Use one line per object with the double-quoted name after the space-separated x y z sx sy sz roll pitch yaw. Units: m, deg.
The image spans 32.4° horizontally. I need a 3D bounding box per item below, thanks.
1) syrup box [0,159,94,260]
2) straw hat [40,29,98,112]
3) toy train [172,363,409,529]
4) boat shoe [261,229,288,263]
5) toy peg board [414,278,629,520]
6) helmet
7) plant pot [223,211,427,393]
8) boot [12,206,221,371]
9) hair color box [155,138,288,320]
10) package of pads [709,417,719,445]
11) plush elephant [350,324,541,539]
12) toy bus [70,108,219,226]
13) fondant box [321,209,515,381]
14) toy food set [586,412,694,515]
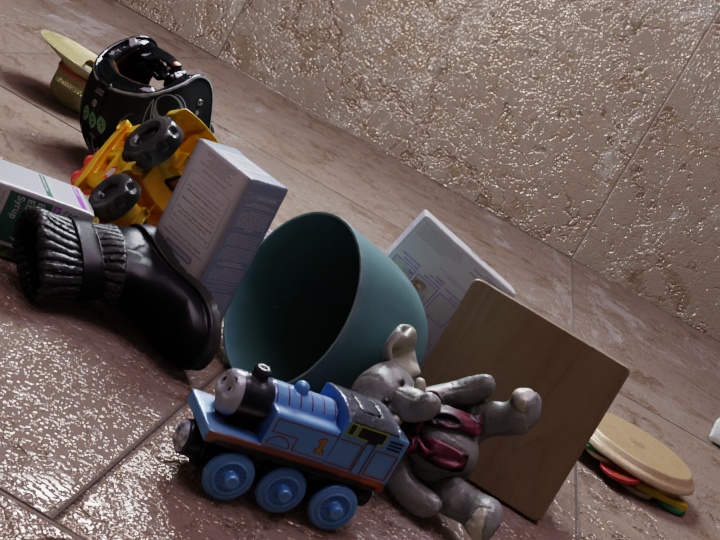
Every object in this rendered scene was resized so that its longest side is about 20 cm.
-0.390 -0.071 1.297 0.200 0.079 0.081 22 14 -30 "syrup box"
-0.462 -0.309 2.056 0.201 0.085 0.201 33 12 -8 "straw hat"
-0.061 0.148 1.075 0.200 0.114 0.087 23 14 -28 "toy train"
-0.142 -0.042 1.468 0.071 0.069 0.200 37 -20 -30 "boat shoe"
0.172 0.144 1.420 0.199 0.200 0.098 31 6 10 "toy peg board"
-0.313 -0.225 1.819 0.200 0.191 0.200 4 43 -4 "helmet"
-0.023 0.060 1.347 0.161 0.201 0.201 31 8 -41 "plant pot"
-0.248 0.021 1.242 0.158 0.079 0.211 7 31 -47 "boot"
-0.168 -0.028 1.329 0.061 0.200 0.099 13 20 -50 "hair color box"
0.729 0.313 2.244 0.154 0.068 0.200 36 14 27 "package of pads"
0.056 0.147 1.224 0.200 0.165 0.155 8 -30 44 "plush elephant"
-0.277 -0.084 1.452 0.192 0.200 0.136 5 -38 37 "toy bus"
0.063 0.049 1.469 0.144 0.200 0.058 42 8 -7 "fondant box"
0.376 0.261 1.733 0.200 0.049 0.198 27 13 -9 "toy food set"
